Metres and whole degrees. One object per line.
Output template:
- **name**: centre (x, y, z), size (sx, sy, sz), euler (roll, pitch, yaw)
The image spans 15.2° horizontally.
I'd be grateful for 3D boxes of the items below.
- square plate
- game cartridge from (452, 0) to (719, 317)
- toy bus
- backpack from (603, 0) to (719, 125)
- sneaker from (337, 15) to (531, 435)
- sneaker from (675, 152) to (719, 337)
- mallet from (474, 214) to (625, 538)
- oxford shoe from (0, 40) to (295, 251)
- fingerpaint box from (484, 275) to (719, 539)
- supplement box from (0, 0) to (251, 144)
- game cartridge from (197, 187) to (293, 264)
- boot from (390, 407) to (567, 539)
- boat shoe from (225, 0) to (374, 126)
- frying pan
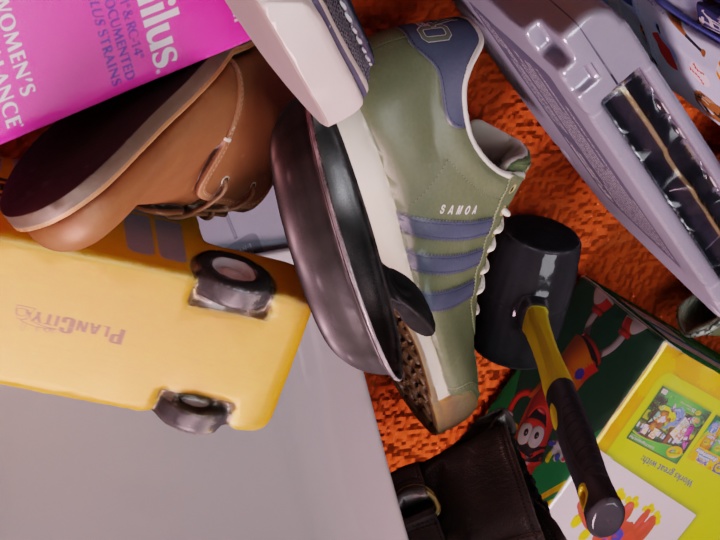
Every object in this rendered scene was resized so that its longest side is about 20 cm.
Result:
- **square plate**: centre (-0.077, 0.100, 1.058), size (0.200, 0.028, 0.198), euler (-10, 79, -30)
- **game cartridge**: centre (0.097, -0.069, 1.112), size (0.041, 0.133, 0.200), euler (-43, 134, -4)
- **toy bus**: centre (-0.123, 0.001, 0.999), size (0.200, 0.078, 0.065), euler (12, 116, -17)
- **backpack**: centre (0.169, -0.147, 1.076), size (0.200, 0.190, 0.154), euler (-41, 127, -13)
- **sneaker**: centre (0.038, -0.022, 1.146), size (0.090, 0.067, 0.200), euler (-30, 130, -12)
- **sneaker**: centre (0.191, 0.012, 1.283), size (0.089, 0.077, 0.200), euler (-29, 126, 0)
- **mallet**: centre (0.081, 0.056, 1.148), size (0.041, 0.200, 0.066), euler (7, 126, -12)
- **oxford shoe**: centre (-0.062, -0.046, 0.989), size (0.071, 0.071, 0.200), euler (66, 31, -14)
- **fingerpaint box**: centre (0.137, 0.117, 1.300), size (0.200, 0.073, 0.167), euler (27, 100, -42)
- **supplement box**: centre (-0.106, -0.122, 0.953), size (0.200, 0.103, 0.101), euler (-26, 119, -21)
- **game cartridge**: centre (-0.099, 0.028, 1.108), size (0.200, 0.040, 0.133), euler (-31, 135, -14)
- **boot**: centre (0.011, 0.152, 1.136), size (0.174, 0.200, 0.069), euler (-19, 135, 7)
- **boat shoe**: centre (-0.022, -0.148, 0.883), size (0.093, 0.075, 0.200), euler (-33, 119, -7)
- **frying pan**: centre (-0.005, -0.016, 1.025), size (0.031, 0.190, 0.115), euler (-16, 94, 5)
